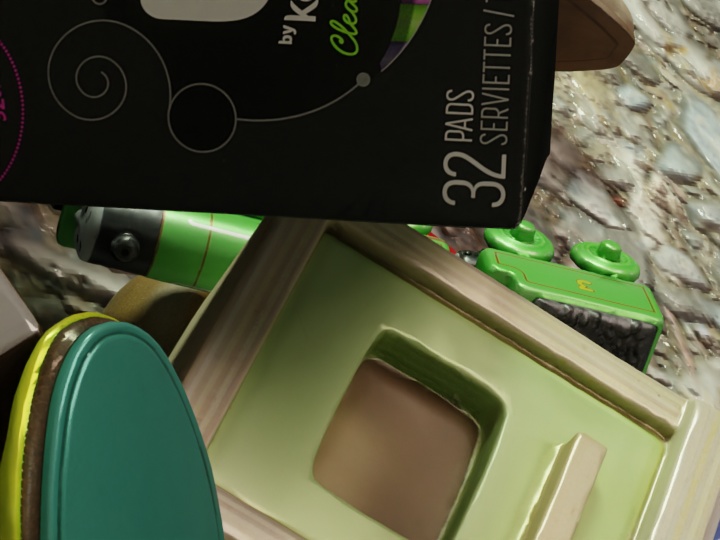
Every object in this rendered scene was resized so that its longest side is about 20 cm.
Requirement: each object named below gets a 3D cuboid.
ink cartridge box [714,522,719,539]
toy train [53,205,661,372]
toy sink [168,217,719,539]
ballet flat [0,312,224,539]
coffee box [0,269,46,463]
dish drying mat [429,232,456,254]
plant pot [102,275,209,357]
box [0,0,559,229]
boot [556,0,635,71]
[{"bbox_3d":[0.182,0.107,0.878,0.043,0.196,0.200,51,15,-50],"label":"ink cartridge box"},{"bbox_3d":[0.000,0.000,0.850,0.200,0.042,0.056,12,23,-12],"label":"toy train"},{"bbox_3d":[0.027,0.088,0.757,0.200,0.112,0.130,33,47,-5],"label":"toy sink"},{"bbox_3d":[-0.062,0.112,0.651,0.067,0.067,0.200,-16,92,-50],"label":"ballet flat"},{"bbox_3d":[-0.173,-0.018,0.687,0.200,0.114,0.080,54,-10,18],"label":"coffee box"},{"bbox_3d":[-0.005,-0.016,0.941,0.200,0.018,0.077,39,20,15],"label":"dish drying mat"},{"bbox_3d":[0.003,0.065,0.883,0.200,0.027,0.200,28,34,-21],"label":"plant pot"},{"bbox_3d":[-0.020,-0.121,0.702,0.148,0.200,0.124,3,11,6],"label":"box"},{"bbox_3d":[0.025,-0.173,1.144,0.200,0.070,0.146,20,47,-18],"label":"boot"}]
